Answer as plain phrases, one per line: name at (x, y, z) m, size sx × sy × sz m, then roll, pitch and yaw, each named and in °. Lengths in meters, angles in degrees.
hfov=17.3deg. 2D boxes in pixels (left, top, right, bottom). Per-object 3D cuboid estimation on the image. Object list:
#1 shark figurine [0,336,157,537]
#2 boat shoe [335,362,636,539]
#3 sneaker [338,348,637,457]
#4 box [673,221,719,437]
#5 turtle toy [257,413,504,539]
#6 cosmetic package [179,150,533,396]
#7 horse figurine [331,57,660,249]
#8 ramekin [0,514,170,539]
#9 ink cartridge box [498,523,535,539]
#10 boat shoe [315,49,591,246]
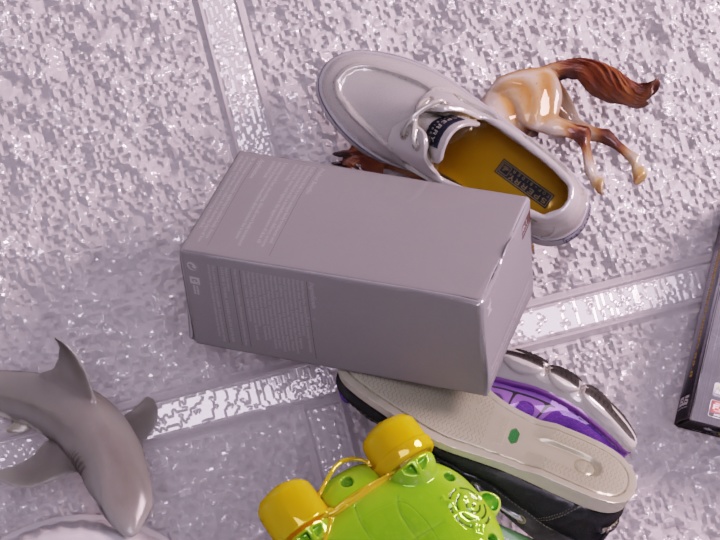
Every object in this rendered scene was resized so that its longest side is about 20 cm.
shark figurine at (-0.209, 0.076, 1.469) m, size 0.214 × 0.090 × 0.128 m, roll 17°, pitch 42°, yaw 14°
boat shoe at (0.069, 0.112, 1.457) m, size 0.200 × 0.068 × 0.072 m, roll 28°, pitch 40°, yaw 9°
sneaker at (0.080, 0.087, 1.521) m, size 0.200 × 0.081 × 0.084 m, roll 20°, pitch 94°, yaw 7°
box at (0.322, 0.050, 1.553) m, size 0.200 × 0.048 × 0.159 m, roll 16°, pitch 81°, yaw -3°
turtle toy at (0.000, 0.189, 1.401) m, size 0.200 × 0.101 × 0.146 m, roll -30°, pitch 73°, yaw -14°
cosmetic package at (0.000, 0.000, 1.460) m, size 0.200 × 0.090 × 0.107 m, roll 13°, pitch 44°, yaw 17°
horse figurine at (0.099, -0.079, 1.543) m, size 0.200 × 0.050 × 0.133 m, roll -37°, pitch 69°, yaw -2°
ramekin at (-0.172, 0.248, 1.444) m, size 0.200 × 0.105 × 0.201 m, roll 1°, pitch 81°, yaw -5°
ink cartridge box at (0.097, 0.277, 1.476) m, size 0.145 × 0.088 × 0.200 m, roll 24°, pitch 78°, yaw -1°
boat shoe at (0.055, -0.084, 1.491) m, size 0.200 × 0.070 × 0.071 m, roll 35°, pitch 86°, yaw 15°
